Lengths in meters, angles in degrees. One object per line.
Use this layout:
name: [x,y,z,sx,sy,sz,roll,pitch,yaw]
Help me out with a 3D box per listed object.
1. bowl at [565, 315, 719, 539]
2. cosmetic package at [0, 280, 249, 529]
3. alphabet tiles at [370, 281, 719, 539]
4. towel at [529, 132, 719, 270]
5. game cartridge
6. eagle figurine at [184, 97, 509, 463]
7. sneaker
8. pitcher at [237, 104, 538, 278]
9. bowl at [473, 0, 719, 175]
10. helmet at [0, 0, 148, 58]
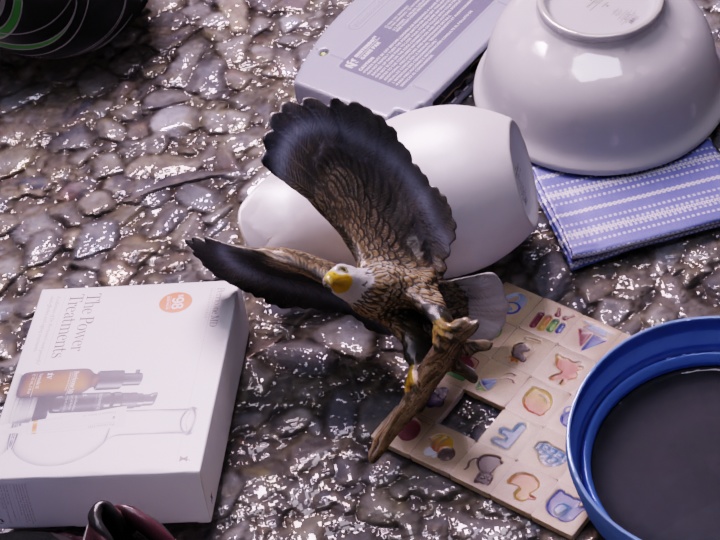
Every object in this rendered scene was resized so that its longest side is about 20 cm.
bowl: [0.231,0.116,1.337,0.198,0.040,0.202,-4,47,4]
cosmetic package: [-0.163,0.089,1.432,0.149,0.052,0.201,-2,38,7]
alphabet tiles: [0.133,0.096,1.408,0.199,0.008,0.167,24,54,30]
towel: [0.191,-0.086,1.572,0.143,0.024,0.201,-15,46,-7]
game cartridge: [0.043,-0.184,1.686,0.132,0.041,0.200,27,56,28]
eagle figurine: [-0.002,-0.002,1.406,0.151,0.151,0.200,-37,66,-14]
sneaker: [-0.175,0.178,1.313,0.198,0.116,0.076,11,48,21]
pitcher: [0.026,-0.061,1.522,0.198,0.122,0.172,-12,28,16]
bowl: [0.181,-0.172,1.578,0.199,0.091,0.202,-4,46,4]
helmet: [-0.264,-0.271,1.727,0.198,0.191,0.202,16,52,-21]
